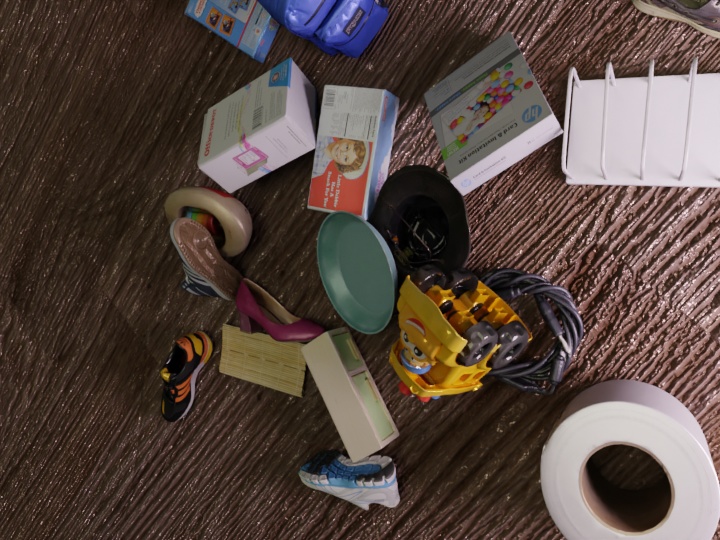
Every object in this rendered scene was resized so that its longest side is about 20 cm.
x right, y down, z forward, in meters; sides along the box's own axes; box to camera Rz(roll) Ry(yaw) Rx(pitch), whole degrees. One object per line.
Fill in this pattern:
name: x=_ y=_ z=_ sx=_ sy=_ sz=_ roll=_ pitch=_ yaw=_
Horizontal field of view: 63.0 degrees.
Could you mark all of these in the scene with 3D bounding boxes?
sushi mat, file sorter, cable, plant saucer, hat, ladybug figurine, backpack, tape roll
sushi mat: x=-0.183 y=0.165 z=1.092 sx=0.196 sy=0.012 sz=0.098 roll=10 pitch=95 yaw=26
file sorter: x=0.359 y=-0.184 z=0.737 sx=0.196 sy=0.124 sz=0.143 roll=6 pitch=94 yaw=27
cable: x=0.217 y=0.079 z=0.859 sx=0.197 sy=0.050 sz=0.167 roll=25 pitch=104 yaw=26
plant saucer: x=0.000 y=0.000 z=0.942 sx=0.198 sy=0.035 sz=0.204 roll=30 pitch=130 yaw=43
hat: x=0.104 y=-0.061 z=0.898 sx=0.198 sy=0.080 sz=0.206 roll=13 pitch=110 yaw=39
ladybug figurine: x=-0.277 y=-0.098 z=1.086 sx=0.196 sy=0.072 sz=0.138 roll=16 pitch=131 yaw=24
backpack: x=-0.056 y=-0.434 z=0.903 sx=0.167 sy=0.199 sz=0.164 roll=42 pitch=108 yaw=20
tape roll: x=0.341 y=0.255 z=0.752 sx=0.198 sy=0.138 sz=0.208 roll=1 pitch=92 yaw=26

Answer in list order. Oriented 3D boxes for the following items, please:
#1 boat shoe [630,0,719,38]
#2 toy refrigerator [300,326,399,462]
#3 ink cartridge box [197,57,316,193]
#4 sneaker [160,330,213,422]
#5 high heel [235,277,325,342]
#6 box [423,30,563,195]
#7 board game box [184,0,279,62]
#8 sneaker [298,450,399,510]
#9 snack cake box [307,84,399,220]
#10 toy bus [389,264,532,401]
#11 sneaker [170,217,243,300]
boat shoe: x=0.434 y=-0.338 z=0.725 sx=0.197 sy=0.064 sz=0.075 roll=22 pitch=100 yaw=24
toy refrigerator: x=-0.015 y=0.199 z=0.971 sx=0.069 sy=0.075 sz=0.203 roll=-33 pitch=76 yaw=24
ink cartridge box: x=-0.176 y=-0.245 z=1.007 sx=0.197 sy=0.085 sz=0.147 roll=-20 pitch=52 yaw=26
sneaker: x=-0.362 y=0.210 z=1.144 sx=0.069 sy=0.090 sz=0.203 roll=32 pitch=105 yaw=22
high heel: x=-0.145 y=0.070 z=1.038 sx=0.196 sy=0.067 sz=0.099 roll=4 pitch=99 yaw=29
box: x=0.176 y=-0.223 z=0.822 sx=0.154 sy=0.041 sz=0.203 roll=-31 pitch=46 yaw=26
board game box: x=-0.223 y=-0.500 z=1.079 sx=0.199 sy=0.036 sz=0.153 roll=37 pitch=107 yaw=21
sneaker: x=-0.020 y=0.362 z=0.985 sx=0.196 sy=0.075 sz=0.088 roll=-5 pitch=114 yaw=37
snack cake box: x=-0.012 y=-0.191 z=0.962 sx=0.113 sy=0.067 sz=0.205 roll=13 pitch=98 yaw=25
toy bus: x=0.105 y=0.106 z=0.793 sx=0.136 sy=0.198 sz=0.193 roll=50 pitch=117 yaw=31
sneaker: x=-0.302 y=-0.016 z=1.066 sx=0.106 sy=0.201 sz=0.071 roll=4 pitch=53 yaw=33
